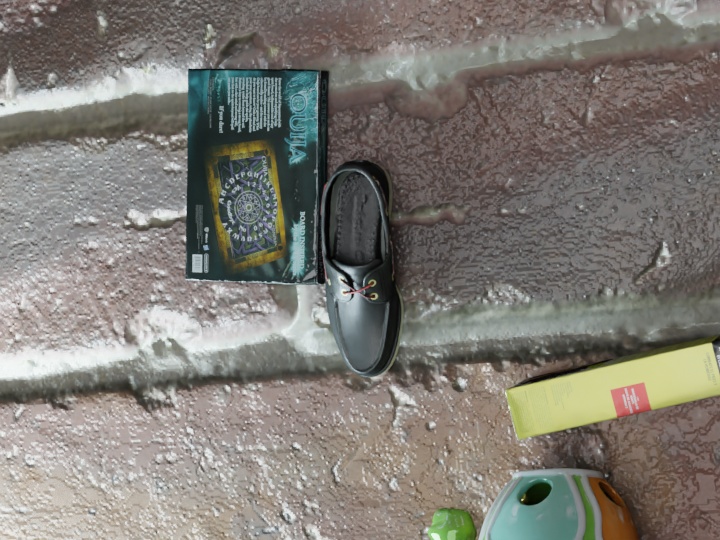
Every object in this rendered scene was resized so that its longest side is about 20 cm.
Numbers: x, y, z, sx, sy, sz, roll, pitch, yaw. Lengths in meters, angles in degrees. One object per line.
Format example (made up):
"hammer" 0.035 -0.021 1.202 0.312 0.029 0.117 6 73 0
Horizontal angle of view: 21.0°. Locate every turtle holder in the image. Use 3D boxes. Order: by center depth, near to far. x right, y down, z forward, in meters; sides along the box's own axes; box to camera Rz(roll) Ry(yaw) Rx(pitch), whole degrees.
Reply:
"turtle holder" 0.163 0.246 1.715 0.185 0.141 0.132 -17 70 56

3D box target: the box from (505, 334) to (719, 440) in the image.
"box" 0.233 0.101 1.701 0.199 0.075 0.050 -14 90 17

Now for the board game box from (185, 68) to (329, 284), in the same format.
"board game box" -0.097 -0.088 1.815 0.135 0.028 0.201 3 94 17

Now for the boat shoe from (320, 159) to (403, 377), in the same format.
"boat shoe" -0.003 0.000 1.776 0.073 0.063 0.202 0 95 16
